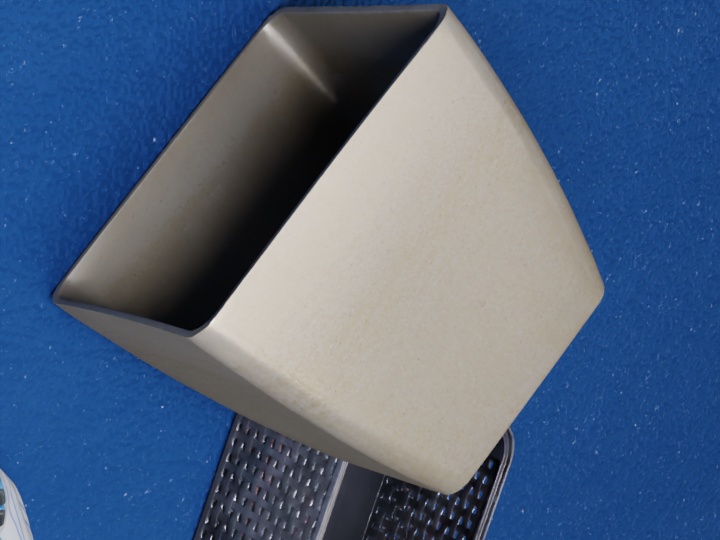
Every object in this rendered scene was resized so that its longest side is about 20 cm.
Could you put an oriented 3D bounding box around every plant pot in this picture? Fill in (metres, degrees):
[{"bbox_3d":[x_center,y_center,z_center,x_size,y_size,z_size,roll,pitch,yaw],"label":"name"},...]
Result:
[{"bbox_3d":[0.000,0.000,1.339,0.177,0.200,0.200,43,76,-23],"label":"plant pot"}]

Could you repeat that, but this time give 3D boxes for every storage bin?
[{"bbox_3d":[-0.013,0.156,1.511,0.135,0.094,0.200,13,99,-46],"label":"storage bin"}]

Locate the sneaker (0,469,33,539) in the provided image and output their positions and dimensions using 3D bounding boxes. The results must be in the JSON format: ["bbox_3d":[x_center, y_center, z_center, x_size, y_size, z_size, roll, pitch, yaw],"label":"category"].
[{"bbox_3d":[-0.204,0.113,1.313,0.075,0.087,0.200,-13,140,-1],"label":"sneaker"}]
